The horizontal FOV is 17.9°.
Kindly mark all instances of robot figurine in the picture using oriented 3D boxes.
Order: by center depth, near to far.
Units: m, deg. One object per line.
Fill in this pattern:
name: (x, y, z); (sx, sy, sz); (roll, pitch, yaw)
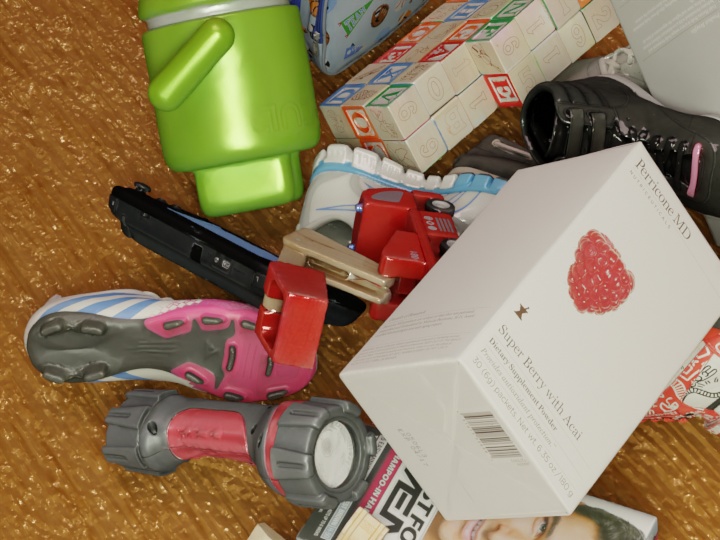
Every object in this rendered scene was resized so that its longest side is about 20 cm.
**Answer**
robot figurine: (-0.094, -0.143, 1.631); (0.115, 0.202, 0.175); (-10, 4, 10)

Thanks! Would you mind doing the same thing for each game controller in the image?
game controller: (-0.085, -0.012, 1.562); (0.104, 0.042, 0.199); (8, 14, -47)

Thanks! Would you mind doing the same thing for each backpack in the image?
backpack: (-0.031, -0.257, 1.735); (0.153, 0.191, 0.200); (25, 53, 28)

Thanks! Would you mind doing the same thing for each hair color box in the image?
hair color box: (0.072, 0.174, 1.396); (0.198, 0.061, 0.099); (16, 51, 21)

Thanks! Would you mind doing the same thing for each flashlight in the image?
flashlight: (-0.082, 0.109, 1.432); (0.199, 0.067, 0.069); (0, 73, 42)

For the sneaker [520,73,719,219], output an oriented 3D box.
sneaker: (0.184, -0.076, 1.527); (0.099, 0.071, 0.200); (-10, 29, -36)

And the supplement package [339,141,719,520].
supplement package: (0.109, 0.036, 1.366); (0.119, 0.122, 0.200); (-12, 31, 53)

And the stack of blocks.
stack of blocks: (0.081, -0.151, 1.676); (0.200, 0.059, 0.115); (-41, 25, -27)

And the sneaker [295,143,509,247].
sneaker: (0.045, -0.022, 1.593); (0.198, 0.075, 0.087); (11, 58, 25)

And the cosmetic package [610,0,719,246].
cosmetic package: (0.260, -0.131, 1.560); (0.090, 0.107, 0.201); (-21, 85, -34)

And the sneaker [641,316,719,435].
sneaker: (0.200, 0.080, 1.464); (0.201, 0.108, 0.067); (-29, 21, 29)

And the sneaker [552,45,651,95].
sneaker: (0.221, -0.156, 1.672); (0.198, 0.092, 0.076); (-7, 45, 1)

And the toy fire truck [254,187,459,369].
toy fire truck: (0.000, 0.000, 1.456); (0.140, 0.049, 0.200); (7, 24, -11)

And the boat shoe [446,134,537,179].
boat shoe: (0.153, -0.050, 1.598); (0.199, 0.067, 0.057); (20, 56, 29)

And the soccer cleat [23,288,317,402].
soccer cleat: (-0.126, 0.041, 1.547); (0.198, 0.070, 0.086); (5, 21, 0)

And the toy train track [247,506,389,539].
toy train track: (0.006, 0.219, 1.346); (0.199, 0.032, 0.115); (36, 102, 18)
